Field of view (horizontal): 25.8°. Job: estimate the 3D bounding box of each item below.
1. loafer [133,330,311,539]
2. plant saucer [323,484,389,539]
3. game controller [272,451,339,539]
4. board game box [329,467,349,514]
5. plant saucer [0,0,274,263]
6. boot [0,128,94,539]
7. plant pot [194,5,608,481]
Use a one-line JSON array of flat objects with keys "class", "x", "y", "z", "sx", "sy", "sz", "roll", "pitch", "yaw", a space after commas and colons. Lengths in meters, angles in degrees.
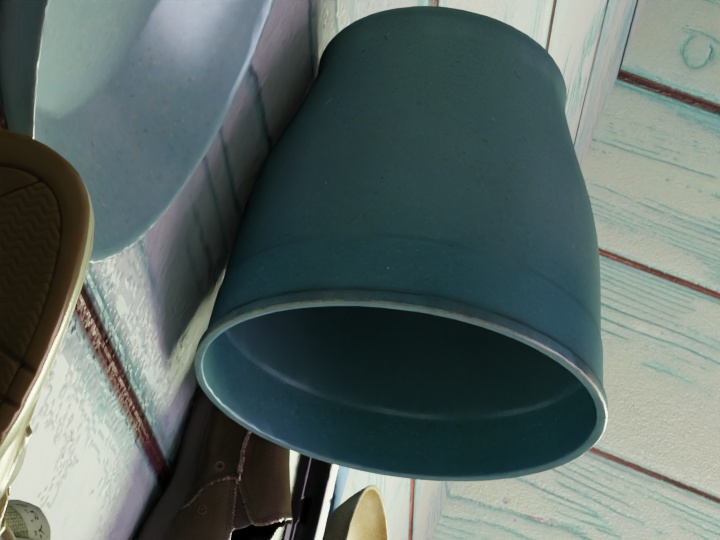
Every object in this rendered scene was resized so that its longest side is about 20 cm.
[{"class": "loafer", "x": -0.065, "y": 0.117, "z": 0.848, "sx": 0.073, "sy": 0.070, "sz": 0.201, "roll": 78, "pitch": 34, "yaw": -73}, {"class": "plant saucer", "x": -0.015, "y": 0.258, "z": 1.157, "sx": 0.200, "sy": 0.035, "sz": 0.202, "roll": 3, "pitch": 90, "yaw": -78}, {"class": "game controller", "x": -0.061, "y": 0.174, "z": 0.991, "sx": 0.104, "sy": 0.042, "sz": 0.202, "roll": 15, "pitch": 88, "yaw": -50}, {"class": "board game box", "x": -0.047, "y": 0.152, "z": 1.132, "sx": 0.200, "sy": 0.039, "sz": 0.159, "roll": -59, "pitch": 160, "yaw": -56}, {"class": "plant saucer", "x": -0.066, "y": -0.103, "z": 0.487, "sx": 0.201, "sy": 0.038, "sz": 0.203, "roll": 22, "pitch": 90, "yaw": -81}, {"class": "boot", "x": -0.119, "y": 0.063, "z": 0.444, "sx": 0.201, "sy": 0.072, "sz": 0.155, "roll": -64, "pitch": 169, "yaw": -3}, {"class": "plant pot", "x": 0.031, "y": -0.019, "z": 0.793, "sx": 0.201, "sy": 0.198, "sz": 0.189, "roll": 93, "pitch": 6, "yaw": -61}]
